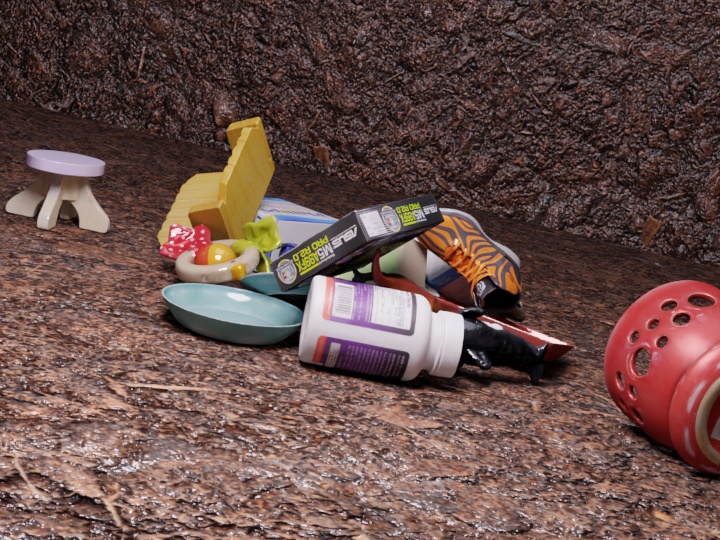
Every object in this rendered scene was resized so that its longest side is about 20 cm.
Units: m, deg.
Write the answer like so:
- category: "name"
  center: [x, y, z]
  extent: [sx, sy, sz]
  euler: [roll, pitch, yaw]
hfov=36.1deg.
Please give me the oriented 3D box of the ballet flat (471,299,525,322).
- category: "ballet flat"
  center: [0.225, 0.047, 1.758]
  extent: [0.067, 0.047, 0.200]
  euler: [26, 5, 23]

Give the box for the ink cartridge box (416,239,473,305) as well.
- category: "ink cartridge box"
  center: [0.147, -0.013, 1.789]
  extent: [0.200, 0.067, 0.117]
  euler: [37, 24, -60]

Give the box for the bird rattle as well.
- category: "bird rattle"
  center: [-0.219, -0.025, 1.685]
  extent: [0.197, 0.114, 0.163]
  euler: [6, 21, 9]

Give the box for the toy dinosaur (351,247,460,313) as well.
- category: "toy dinosaur"
  center: [0.073, 0.055, 1.518]
  extent: [0.179, 0.106, 0.200]
  euler: [6, -18, -16]

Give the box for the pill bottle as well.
- category: "pill bottle"
  center: [0.027, 0.078, 1.409]
  extent: [0.197, 0.113, 0.111]
  euler: [11, 10, -7]

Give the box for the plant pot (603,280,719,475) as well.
- category: "plant pot"
  center: [0.424, 0.136, 1.346]
  extent: [0.198, 0.203, 0.183]
  euler: [8, 18, -20]

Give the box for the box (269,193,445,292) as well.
- category: "box"
  center: [-0.001, -0.038, 1.465]
  extent: [0.159, 0.045, 0.199]
  euler: [-30, -8, 33]

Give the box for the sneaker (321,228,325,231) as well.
- category: "sneaker"
  center: [0.028, -0.039, 1.757]
  extent: [0.199, 0.071, 0.082]
  euler: [20, 26, 38]

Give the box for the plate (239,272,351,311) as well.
- category: "plate"
  center: [-0.079, 0.036, 1.613]
  extent: [0.197, 0.026, 0.200]
  euler: [5, -12, 1]

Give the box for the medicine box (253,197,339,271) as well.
- category: "medicine box"
  center: [-0.157, -0.064, 1.983]
  extent: [0.199, 0.104, 0.181]
  euler: [20, 13, 41]

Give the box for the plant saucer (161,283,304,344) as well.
- category: "plant saucer"
  center: [-0.171, 0.061, 1.482]
  extent: [0.197, 0.036, 0.200]
  euler: [12, 10, -2]

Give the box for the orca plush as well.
- category: "orca plush"
  center: [0.164, 0.120, 1.495]
  extent: [0.199, 0.105, 0.071]
  euler: [26, 32, -23]

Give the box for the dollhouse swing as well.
- category: "dollhouse swing"
  center: [-0.262, -0.140, 1.855]
  extent: [0.174, 0.202, 0.183]
  euler: [9, -35, 16]

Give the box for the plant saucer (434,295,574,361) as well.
- category: "plant saucer"
  center: [0.209, 0.092, 1.660]
  extent: [0.198, 0.037, 0.199]
  euler: [20, 2, 20]

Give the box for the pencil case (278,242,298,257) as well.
- category: "pencil case"
  center: [-0.057, -0.005, 1.857]
  extent: [0.086, 0.079, 0.199]
  euler: [7, 4, 43]

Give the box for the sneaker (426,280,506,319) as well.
- category: "sneaker"
  center: [0.158, 0.031, 1.874]
  extent: [0.198, 0.091, 0.070]
  euler: [17, 11, 24]

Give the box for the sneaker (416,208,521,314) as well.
- category: "sneaker"
  center: [0.162, -0.010, 1.606]
  extent: [0.199, 0.078, 0.113]
  euler: [27, 34, -20]

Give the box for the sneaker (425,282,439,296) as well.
- category: "sneaker"
  center: [0.042, 0.048, 1.733]
  extent: [0.199, 0.077, 0.080]
  euler: [18, 26, 40]

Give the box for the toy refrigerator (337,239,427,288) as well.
- category: "toy refrigerator"
  center: [0.000, 0.000, 1.672]
  extent: [0.198, 0.077, 0.070]
  euler: [-7, -22, 39]

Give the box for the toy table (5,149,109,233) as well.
- category: "toy table"
  center: [-0.522, -0.141, 1.929]
  extent: [0.182, 0.119, 0.200]
  euler: [14, 10, 11]
